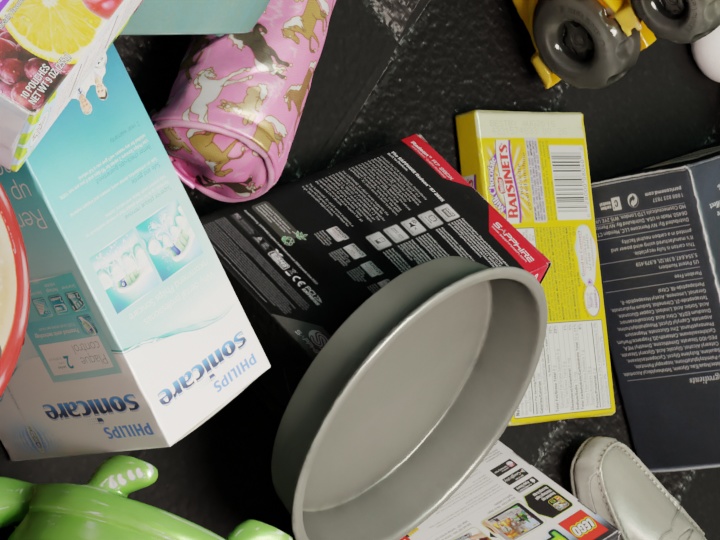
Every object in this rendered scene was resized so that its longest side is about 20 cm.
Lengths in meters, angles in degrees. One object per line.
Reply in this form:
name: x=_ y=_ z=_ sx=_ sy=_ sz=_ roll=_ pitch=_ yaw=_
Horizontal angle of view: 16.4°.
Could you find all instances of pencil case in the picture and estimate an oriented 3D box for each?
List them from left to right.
pencil case: x=-0.060 y=-0.142 z=1.427 sx=0.083 sy=0.086 sz=0.201 roll=84 pitch=22 yaw=-64

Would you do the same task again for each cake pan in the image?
cake pan: x=0.024 y=0.074 z=1.393 sx=0.200 sy=0.037 sz=0.201 roll=-37 pitch=148 yaw=-27

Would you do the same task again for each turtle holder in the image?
turtle holder: x=-0.135 y=0.173 z=1.279 sx=0.185 sy=0.141 sz=0.132 roll=37 pitch=62 yaw=-34

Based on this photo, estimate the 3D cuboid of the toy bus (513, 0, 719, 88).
toy bus: x=0.167 y=-0.236 z=1.577 sx=0.136 sy=0.200 sz=0.192 roll=-37 pitch=99 yaw=-38

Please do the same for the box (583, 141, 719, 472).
box: x=0.247 y=0.018 z=1.673 sx=0.148 sy=0.107 sz=0.201 roll=-17 pitch=94 yaw=-43

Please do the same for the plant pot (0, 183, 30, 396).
plant pot: x=-0.270 y=0.010 z=1.155 sx=0.200 sy=0.182 sz=0.201 roll=8 pitch=78 yaw=-39

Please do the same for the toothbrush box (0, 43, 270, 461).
toothbrush box: x=-0.156 y=-0.009 z=1.284 sx=0.085 sy=0.146 sz=0.200 roll=-38 pitch=110 yaw=-38

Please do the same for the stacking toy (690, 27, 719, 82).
stacking toy: x=0.312 y=-0.113 z=1.763 sx=0.200 sy=0.146 sz=0.146 roll=41 pitch=56 yaw=-9

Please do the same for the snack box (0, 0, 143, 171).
snack box: x=-0.209 y=-0.156 z=1.181 sx=0.200 sy=0.053 sz=0.142 roll=32 pitch=52 yaw=-1

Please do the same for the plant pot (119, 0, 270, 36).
plant pot: x=-0.121 y=-0.205 z=1.322 sx=0.200 sy=0.200 sz=0.162 roll=-6 pitch=99 yaw=-43

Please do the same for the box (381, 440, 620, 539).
box: x=0.049 y=0.173 z=1.469 sx=0.200 sy=0.110 sz=0.035 roll=-24 pitch=140 yaw=-41

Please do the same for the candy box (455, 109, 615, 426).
candy box: x=0.113 y=-0.002 z=1.608 sx=0.102 sy=0.026 sz=0.201 roll=-2 pitch=85 yaw=-40

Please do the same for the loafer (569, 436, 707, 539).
loafer: x=0.206 y=0.188 z=1.633 sx=0.200 sy=0.070 sz=0.070 roll=54 pitch=53 yaw=-22

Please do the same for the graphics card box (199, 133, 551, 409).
graphics card box: x=0.000 y=0.000 z=1.447 sx=0.200 sy=0.051 sz=0.125 roll=-23 pitch=60 yaw=-43
